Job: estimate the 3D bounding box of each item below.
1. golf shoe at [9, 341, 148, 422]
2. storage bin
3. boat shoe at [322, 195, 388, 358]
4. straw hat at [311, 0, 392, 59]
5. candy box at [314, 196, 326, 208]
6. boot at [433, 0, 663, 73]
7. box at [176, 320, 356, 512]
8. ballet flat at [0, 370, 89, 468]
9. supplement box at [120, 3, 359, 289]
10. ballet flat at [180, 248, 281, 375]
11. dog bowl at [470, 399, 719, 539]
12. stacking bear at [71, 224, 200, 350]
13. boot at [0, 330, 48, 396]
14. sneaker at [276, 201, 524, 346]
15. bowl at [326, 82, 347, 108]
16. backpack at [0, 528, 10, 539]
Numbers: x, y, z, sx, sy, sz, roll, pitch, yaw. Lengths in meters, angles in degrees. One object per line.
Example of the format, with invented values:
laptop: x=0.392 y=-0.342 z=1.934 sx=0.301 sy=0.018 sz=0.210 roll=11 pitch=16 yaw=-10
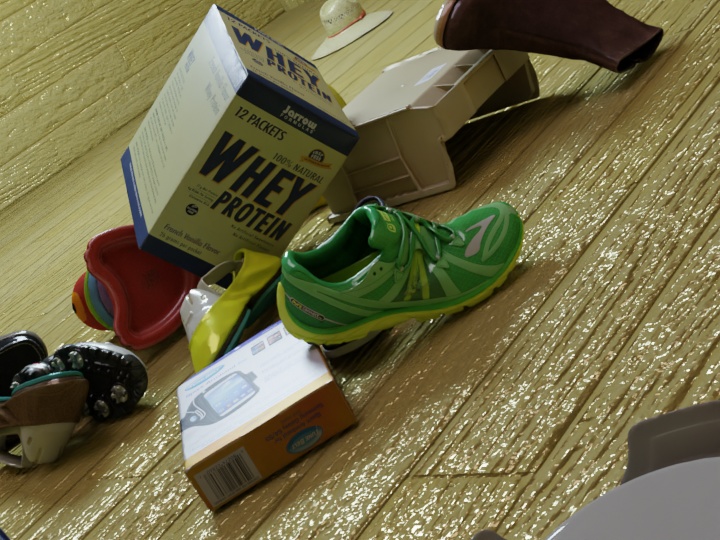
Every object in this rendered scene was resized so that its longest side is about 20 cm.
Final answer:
golf shoe: x=-0.254 y=0.093 z=1.138 sx=0.198 sy=0.078 sz=0.088 roll=-12 pitch=18 yaw=46
storage bin: x=0.065 y=-0.158 z=1.272 sx=0.197 sy=0.095 sz=0.200 roll=-13 pitch=24 yaw=44
boat shoe: x=0.000 y=0.000 z=0.987 sx=0.074 sy=0.062 sz=0.201 roll=-16 pitch=23 yaw=25
straw hat: x=-0.037 y=-0.526 z=2.488 sx=0.199 sy=0.086 sz=0.201 roll=-28 pitch=17 yaw=9
candy box: x=-0.108 y=-0.070 z=1.432 sx=0.198 sy=0.027 sz=0.102 roll=-26 pitch=14 yaw=15
boot: x=0.187 y=-0.239 z=1.183 sx=0.165 sy=0.073 sz=0.199 roll=34 pitch=44 yaw=30
box: x=-0.076 y=0.095 z=0.892 sx=0.118 sy=0.042 sz=0.200 roll=-31 pitch=14 yaw=-2
ballet flat: x=-0.301 y=0.141 z=1.090 sx=0.067 sy=0.074 sz=0.199 roll=4 pitch=-15 yaw=-41
supplement box: x=-0.129 y=-0.122 z=1.211 sx=0.201 sy=0.133 sz=0.201 roll=-54 pitch=31 yaw=17
ballet flat: x=-0.123 y=0.035 z=1.076 sx=0.067 sy=0.066 sz=0.200 roll=-60 pitch=-1 yaw=30
dog bowl: x=0.118 y=0.129 z=0.432 sx=0.198 sy=0.059 sz=0.200 roll=-28 pitch=16 yaw=9
stacking bear: x=-0.253 y=0.021 z=1.290 sx=0.113 sy=0.123 sz=0.199 roll=-25 pitch=4 yaw=-28
boot: x=-0.404 y=0.154 z=1.228 sx=0.202 sy=0.074 sz=0.154 roll=-37 pitch=20 yaw=-6
sneaker: x=0.033 y=-0.009 z=0.876 sx=0.197 sy=0.085 sz=0.074 roll=-21 pitch=38 yaw=-13
bowl: x=-0.127 y=-0.243 z=1.809 sx=0.198 sy=0.109 sz=0.201 roll=-27 pitch=17 yaw=9
backpack: x=-0.257 y=0.216 z=0.641 sx=0.189 sy=0.202 sz=0.154 roll=-30 pitch=3 yaw=-11
